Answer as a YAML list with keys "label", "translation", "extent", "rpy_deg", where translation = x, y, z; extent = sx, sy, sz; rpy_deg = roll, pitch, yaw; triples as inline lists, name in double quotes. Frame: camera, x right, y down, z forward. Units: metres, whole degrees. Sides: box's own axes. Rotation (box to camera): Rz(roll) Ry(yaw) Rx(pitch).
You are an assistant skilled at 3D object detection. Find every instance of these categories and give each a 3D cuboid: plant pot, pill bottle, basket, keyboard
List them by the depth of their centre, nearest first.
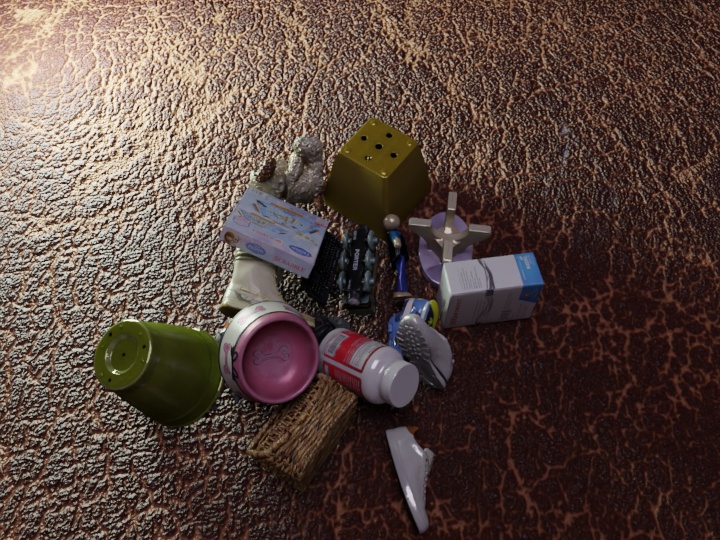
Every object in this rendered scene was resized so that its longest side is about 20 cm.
- label: "plant pot"
  translation: [-0.393, 0.183, 1.271]
  extent: [0.198, 0.193, 0.203]
  rpy_deg: [-8, 67, 19]
- label: "basket"
  translation: [-0.116, 0.290, 1.275]
  extent: [0.148, 0.143, 0.200]
  rpy_deg: [31, 63, 16]
- label: "pill bottle"
  translation: [0.014, 0.193, 1.311]
  extent: [0.199, 0.113, 0.112]
  rpy_deg: [18, 55, 43]
- label: "keyboard"
  translation: [-0.067, -0.008, 1.481]
  extent: [0.104, 0.039, 0.201]
  rpy_deg: [41, 40, -25]
- label: "plant pot"
  translation: [0.041, -0.232, 1.576]
  extent: [0.199, 0.177, 0.200]
  rpy_deg: [33, 64, 17]

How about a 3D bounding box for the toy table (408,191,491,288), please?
- label: "toy table"
  translation: [0.196, -0.073, 1.517]
  extent: [0.181, 0.118, 0.202]
  rpy_deg: [-3, 59, -3]

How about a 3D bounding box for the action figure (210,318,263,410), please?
- label: "action figure"
  translation: [-0.227, 0.176, 1.366]
  extent: [0.197, 0.105, 0.196]
  rpy_deg: [-9, 72, 3]

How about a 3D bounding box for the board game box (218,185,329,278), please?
- label: "board game box"
  translation: [-0.177, -0.086, 1.418]
  extent: [0.198, 0.041, 0.200]
  rpy_deg: [24, 30, -5]

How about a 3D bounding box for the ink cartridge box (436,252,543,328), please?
- label: "ink cartridge box"
  translation: [0.271, 0.045, 1.428]
  extent: [0.197, 0.146, 0.085]
  rpy_deg: [-7, 58, -5]

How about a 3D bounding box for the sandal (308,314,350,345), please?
- label: "sandal"
  translation: [-0.120, 0.128, 1.429]
  extent: [0.197, 0.048, 0.076]
  rpy_deg: [-2, 58, -1]

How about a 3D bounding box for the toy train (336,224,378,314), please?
- label: "toy train"
  translation: [0.000, 0.000, 1.471]
  extent: [0.084, 0.114, 0.202]
  rpy_deg: [-3, 56, 13]

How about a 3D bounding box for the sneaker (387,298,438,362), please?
- label: "sneaker"
  translation: [0.092, 0.145, 1.410]
  extent: [0.082, 0.074, 0.201]
  rpy_deg: [17, 66, 32]

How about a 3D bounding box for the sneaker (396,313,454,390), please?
- label: "sneaker"
  translation: [0.135, 0.150, 1.344]
  extent: [0.076, 0.201, 0.081]
  rpy_deg: [14, 52, 40]

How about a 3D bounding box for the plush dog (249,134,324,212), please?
- label: "plush dog"
  translation: [-0.174, -0.207, 1.557]
  extent: [0.169, 0.200, 0.163]
  rpy_deg: [-4, 75, -12]

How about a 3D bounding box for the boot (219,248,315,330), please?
- label: "boot"
  translation: [-0.178, 0.041, 1.384]
  extent: [0.198, 0.072, 0.156]
  rpy_deg: [17, 59, -14]

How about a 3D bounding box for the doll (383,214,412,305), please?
- label: "doll"
  translation: [0.084, -0.032, 1.484]
  extent: [0.048, 0.137, 0.203]
  rpy_deg: [-9, 71, 6]

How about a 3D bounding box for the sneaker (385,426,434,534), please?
- label: "sneaker"
  translation: [0.110, 0.385, 1.260]
  extent: [0.084, 0.073, 0.202]
  rpy_deg: [-13, 58, -5]

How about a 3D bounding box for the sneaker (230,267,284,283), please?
- label: "sneaker"
  translation: [-0.230, 0.013, 1.467]
  extent: [0.075, 0.081, 0.201]
  rpy_deg: [12, 56, 23]

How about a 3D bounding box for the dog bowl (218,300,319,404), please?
- label: "dog bowl"
  translation: [-0.166, 0.163, 1.278]
  extent: [0.199, 0.202, 0.074]
  rpy_deg: [-35, 23, -20]
